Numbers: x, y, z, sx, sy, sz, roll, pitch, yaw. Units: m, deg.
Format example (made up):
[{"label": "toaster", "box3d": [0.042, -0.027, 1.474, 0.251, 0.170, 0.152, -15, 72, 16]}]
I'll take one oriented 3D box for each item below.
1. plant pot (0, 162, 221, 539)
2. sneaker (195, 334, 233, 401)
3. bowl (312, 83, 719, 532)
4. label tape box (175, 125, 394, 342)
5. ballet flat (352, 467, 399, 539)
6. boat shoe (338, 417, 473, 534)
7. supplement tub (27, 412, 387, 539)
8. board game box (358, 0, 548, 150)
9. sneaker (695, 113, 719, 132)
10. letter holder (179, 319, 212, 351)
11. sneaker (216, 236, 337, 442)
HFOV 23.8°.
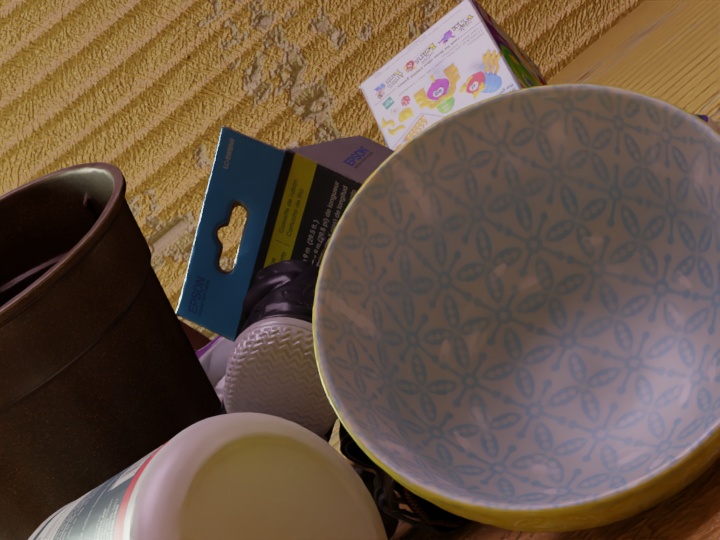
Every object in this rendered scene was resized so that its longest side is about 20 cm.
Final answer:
[{"label": "plant pot", "box3d": [-0.174, 0.075, 1.002, 0.199, 0.199, 0.201, -25, 24, 12]}, {"label": "sneaker", "box3d": [-0.057, 0.071, 1.145, 0.199, 0.100, 0.075, -38, 5, -10]}, {"label": "bowl", "box3d": [0.089, 0.030, 0.742, 0.200, 0.200, 0.108, -39, -34, -4]}, {"label": "label tape box", "box3d": [0.000, 0.000, 1.045, 0.063, 0.199, 0.145, -47, -21, -56]}, {"label": "ballet flat", "box3d": [-0.047, 0.163, 1.018, 0.063, 0.068, 0.199, -29, 2, -41]}, {"label": "boat shoe", "box3d": [0.036, 0.093, 0.881, 0.200, 0.072, 0.073, -23, 47, 63]}, {"label": "supplement tub", "box3d": [-0.090, 0.163, 0.835, 0.200, 0.141, 0.140, -34, 7, 47]}, {"label": "board game box", "box3d": [0.095, -0.068, 1.163, 0.105, 0.103, 0.201, -37, 49, 16]}, {"label": "sneaker", "box3d": [0.160, -0.093, 1.281, 0.200, 0.147, 0.081, -40, 5, -9]}, {"label": "letter holder", "box3d": [-0.191, 0.065, 1.225, 0.101, 0.142, 0.200, -58, -17, 2]}, {"label": "sneaker", "box3d": [-0.045, 0.074, 0.929, 0.114, 0.075, 0.201, -73, 4, -49]}]
